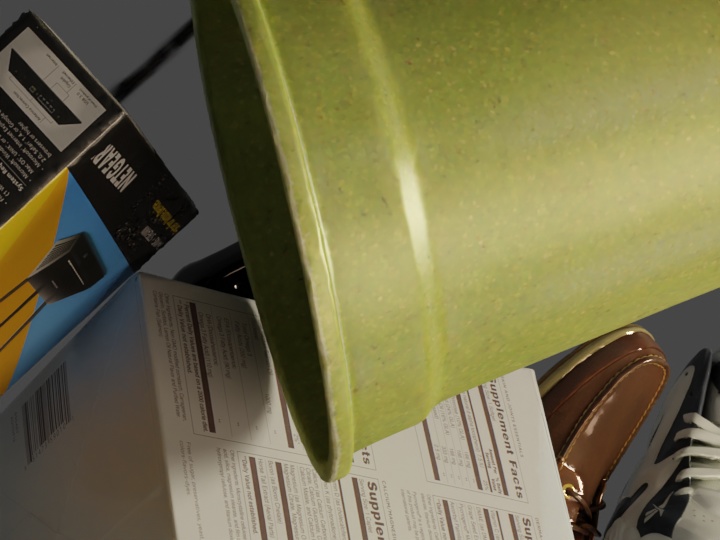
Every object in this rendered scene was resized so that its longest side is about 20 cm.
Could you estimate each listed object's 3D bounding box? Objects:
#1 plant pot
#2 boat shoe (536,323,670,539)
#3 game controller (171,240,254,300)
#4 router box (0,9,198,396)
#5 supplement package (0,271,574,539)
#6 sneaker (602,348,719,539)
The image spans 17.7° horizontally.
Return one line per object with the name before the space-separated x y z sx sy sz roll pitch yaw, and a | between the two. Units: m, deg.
plant pot | 0.050 -0.046 0.811 0.183 0.201 0.201 -14 135 -7
boat shoe | 0.095 0.119 1.175 0.200 0.068 0.072 -53 141 9
game controller | 0.000 0.000 0.996 0.199 0.042 0.105 -28 155 -22
router box | -0.135 -0.002 0.804 0.149 0.051 0.200 -43 173 -3
supplement package | -0.035 0.120 0.929 0.199 0.151 0.152 15 139 -34
sneaker | 0.185 0.094 1.182 0.199 0.079 0.130 -13 126 -80
